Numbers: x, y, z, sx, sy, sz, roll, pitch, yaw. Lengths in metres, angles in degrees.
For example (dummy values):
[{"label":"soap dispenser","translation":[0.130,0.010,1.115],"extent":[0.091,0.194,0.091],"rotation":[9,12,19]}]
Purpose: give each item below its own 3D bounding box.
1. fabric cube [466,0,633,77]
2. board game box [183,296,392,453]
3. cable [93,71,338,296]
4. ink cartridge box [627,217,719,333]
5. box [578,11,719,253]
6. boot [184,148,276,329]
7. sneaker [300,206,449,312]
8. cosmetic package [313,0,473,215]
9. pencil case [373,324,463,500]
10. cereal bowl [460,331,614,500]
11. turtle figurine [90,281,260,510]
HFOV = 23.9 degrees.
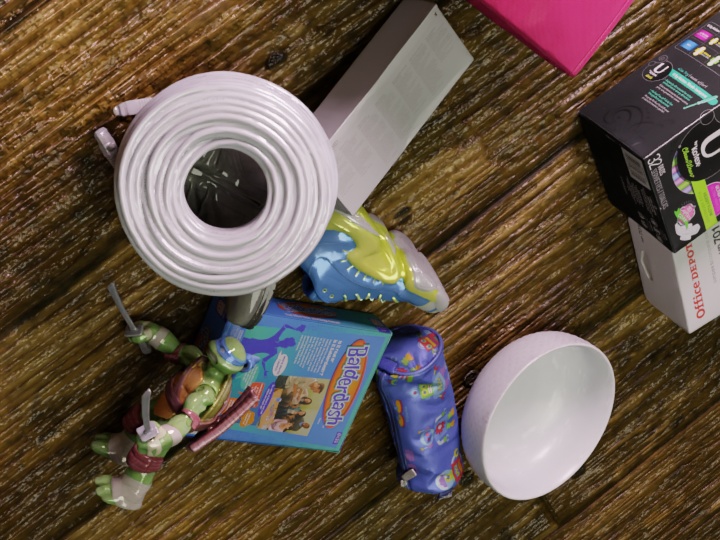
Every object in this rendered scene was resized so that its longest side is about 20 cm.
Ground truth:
[{"label":"fabric cube","translation":[0.142,-0.331,1.515],"extent":[0.199,0.196,0.200],"rotation":[32,100,-39]},{"label":"board game box","translation":[-0.083,0.106,1.751],"extent":[0.200,0.045,0.152],"rotation":[11,111,-35]},{"label":"cable","translation":[-0.120,-0.077,1.517],"extent":[0.200,0.069,0.200],"rotation":[-20,101,2]},{"label":"ink cartridge box","translation":[0.419,-0.045,1.939],"extent":[0.200,0.086,0.147],"rotation":[-31,130,-13]},{"label":"box","translation":[0.360,-0.149,1.810],"extent":[0.200,0.124,0.149],"rotation":[-35,132,-9]},{"label":"boot","translation":[-0.141,-0.047,1.604],"extent":[0.130,0.068,0.200],"rotation":[4,101,-29]},{"label":"sneaker","translation":[0.000,0.000,1.728],"extent":[0.105,0.076,0.200],"rotation":[-40,125,12]},{"label":"cosmetic package","translation":[0.017,-0.157,1.614],"extent":[0.200,0.051,0.083],"rotation":[-52,135,-13]},{"label":"pencil case","translation":[0.062,0.156,1.849],"extent":[0.087,0.078,0.200],"rotation":[-41,135,-34]},{"label":"cereal bowl","translation":[0.188,0.153,1.913],"extent":[0.200,0.083,0.200],"rotation":[-21,127,-31]},{"label":"turtle figurine","translation":[-0.212,0.122,1.620],"extent":[0.200,0.144,0.194],"rotation":[-3,135,-53]}]
